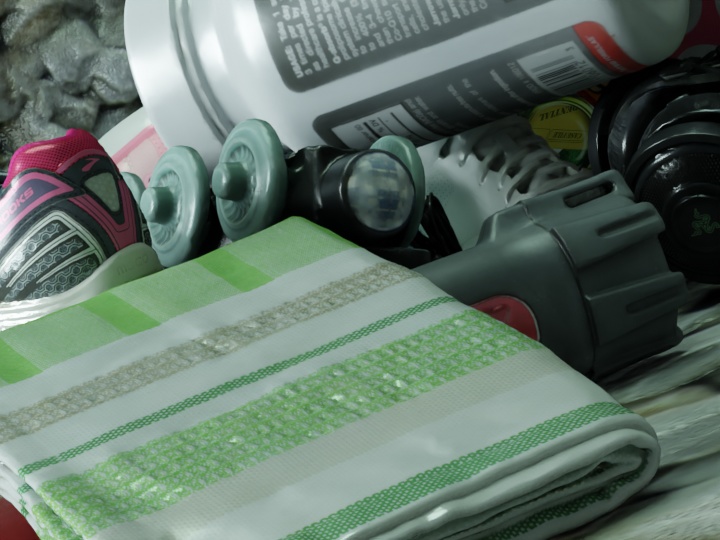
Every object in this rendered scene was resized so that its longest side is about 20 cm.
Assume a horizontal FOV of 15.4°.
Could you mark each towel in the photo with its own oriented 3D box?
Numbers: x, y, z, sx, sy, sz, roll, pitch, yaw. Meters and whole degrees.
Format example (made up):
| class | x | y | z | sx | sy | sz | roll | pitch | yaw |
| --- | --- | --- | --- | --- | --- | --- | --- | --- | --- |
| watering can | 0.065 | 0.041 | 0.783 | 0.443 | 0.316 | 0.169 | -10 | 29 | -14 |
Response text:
| class | x | y | z | sx | sy | sz | roll | pitch | yaw |
| --- | --- | --- | --- | --- | --- | --- | --- | --- | --- |
| towel | -0.028 | 0.045 | 0.750 | 0.149 | 0.031 | 0.200 | -20 | 26 | -22 |

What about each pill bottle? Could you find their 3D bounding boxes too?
| class | x | y | z | sx | sy | sz | roll | pitch | yaw |
| --- | --- | --- | --- | --- | --- | --- | --- | --- | --- |
| pill bottle | 0.016 | -0.106 | 1.031 | 0.200 | 0.116 | 0.116 | -18 | 7 | 24 |

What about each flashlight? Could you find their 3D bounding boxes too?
| class | x | y | z | sx | sy | sz | roll | pitch | yaw |
| --- | --- | --- | --- | --- | --- | --- | --- | --- | --- |
| flashlight | 0.012 | 0.035 | 0.856 | 0.200 | 0.068 | 0.068 | -19 | 41 | -21 |

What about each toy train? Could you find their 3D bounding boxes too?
| class | x | y | z | sx | sy | sz | roll | pitch | yaw |
| --- | --- | --- | --- | --- | --- | --- | --- | --- | --- |
| toy train | -0.042 | 0.012 | 0.990 | 0.085 | 0.114 | 0.200 | 6 | -12 | -31 |

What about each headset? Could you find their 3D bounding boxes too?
| class | x | y | z | sx | sy | sz | roll | pitch | yaw |
| --- | --- | --- | --- | --- | --- | --- | --- | --- | --- |
| headset | 0.115 | -0.048 | 0.989 | 0.200 | 0.094 | 0.124 | -38 | 17 | 7 |

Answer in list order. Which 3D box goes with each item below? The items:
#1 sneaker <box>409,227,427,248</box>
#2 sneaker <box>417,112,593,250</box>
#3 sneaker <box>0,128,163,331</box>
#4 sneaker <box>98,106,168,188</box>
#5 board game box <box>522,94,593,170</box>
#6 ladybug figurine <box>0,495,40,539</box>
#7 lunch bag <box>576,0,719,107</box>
| class | x | y | z | sx | sy | sz | roll | pitch | yaw |
| --- | --- | --- | --- | --- | --- | --- | --- | --- | --- |
| sneaker | 0.000 | 0.000 | 1.106 | 0.074 | 0.082 | 0.200 | -24 | 6 | -16 |
| sneaker | 0.058 | -0.042 | 1.125 | 0.074 | 0.116 | 0.200 | -22 | 8 | -24 |
| sneaker | -0.140 | 0.000 | 0.912 | 0.200 | 0.075 | 0.081 | -11 | 12 | 42 |
| sneaker | -0.100 | 0.017 | 1.115 | 0.200 | 0.105 | 0.075 | -42 | -40 | 4 |
| board game box | 0.135 | -0.111 | 1.201 | 0.200 | 0.105 | 0.023 | -46 | -25 | 7 |
| ladybug figurine | -0.141 | 0.081 | 0.914 | 0.200 | 0.072 | 0.136 | -24 | 7 | -26 |
| lunch bag | 0.149 | -0.138 | 1.084 | 0.082 | 0.176 | 0.200 | -46 | -13 | -43 |
